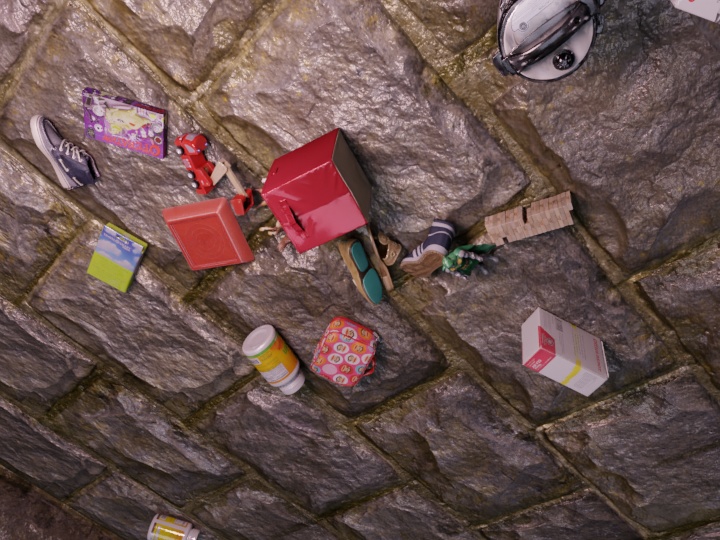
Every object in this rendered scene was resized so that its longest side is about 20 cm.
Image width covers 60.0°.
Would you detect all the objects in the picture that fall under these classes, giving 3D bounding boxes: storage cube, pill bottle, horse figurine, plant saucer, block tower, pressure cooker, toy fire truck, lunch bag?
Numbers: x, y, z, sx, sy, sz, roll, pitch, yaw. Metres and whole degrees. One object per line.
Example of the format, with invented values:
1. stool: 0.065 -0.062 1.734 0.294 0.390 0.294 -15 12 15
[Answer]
1. storage cube: -0.091 -0.180 1.392 0.177 0.201 0.172 -22 120 19
2. pill bottle: -0.247 0.266 1.823 0.110 0.112 0.201 -19 122 25
3. horse figurine: -0.207 -0.144 1.536 0.131 0.050 0.202 -12 121 28
4. pill bottle: -0.770 1.088 2.583 0.197 0.110 0.110 17 129 0
5. plant saucer: -0.404 -0.083 1.637 0.196 0.037 0.202 -8 126 18
6. block tower: 0.386 -0.115 1.420 0.197 0.054 0.058 -18 123 25
7. pressure cooker: 0.327 -0.432 1.093 0.175 0.201 0.178 10 130 5
8. toy fire truck: -0.344 -0.230 1.477 0.139 0.049 0.202 5 129 30
9. lunch bag: -0.035 0.239 1.773 0.174 0.083 0.201 25 128 -8

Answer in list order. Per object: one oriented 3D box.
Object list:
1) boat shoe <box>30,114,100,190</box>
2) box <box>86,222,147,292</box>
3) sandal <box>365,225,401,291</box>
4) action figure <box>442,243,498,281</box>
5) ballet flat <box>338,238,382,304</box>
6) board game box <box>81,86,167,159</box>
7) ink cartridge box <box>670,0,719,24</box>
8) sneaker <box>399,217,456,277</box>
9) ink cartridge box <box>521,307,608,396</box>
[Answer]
1. boat shoe: -0.716 -0.293 1.529 0.091 0.075 0.202 -6 134 9
2. box: -0.670 -0.040 1.723 0.121 0.048 0.201 29 128 -11
3. sandal: 0.071 -0.043 1.551 0.069 0.078 0.214 -18 130 1
4. action figure: 0.248 -0.019 1.449 0.055 0.198 0.119 50 121 28
5. ballet flat: 0.000 0.000 1.604 0.062 0.069 0.202 9 132 42
6. board game box: -0.555 -0.346 1.473 0.196 0.033 0.121 16 133 0
7. ink cartridge box: 0.647 -0.493 1.047 0.197 0.085 0.147 19 129 -2
8. sneaker: 0.168 -0.056 1.516 0.069 0.110 0.200 28 159 -13
9. ink cartridge box: 0.514 0.206 1.581 0.197 0.146 0.084 26 130 -8
